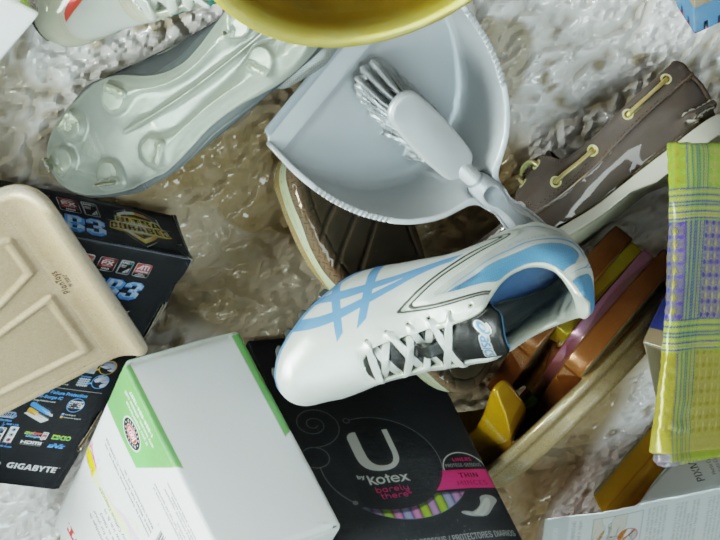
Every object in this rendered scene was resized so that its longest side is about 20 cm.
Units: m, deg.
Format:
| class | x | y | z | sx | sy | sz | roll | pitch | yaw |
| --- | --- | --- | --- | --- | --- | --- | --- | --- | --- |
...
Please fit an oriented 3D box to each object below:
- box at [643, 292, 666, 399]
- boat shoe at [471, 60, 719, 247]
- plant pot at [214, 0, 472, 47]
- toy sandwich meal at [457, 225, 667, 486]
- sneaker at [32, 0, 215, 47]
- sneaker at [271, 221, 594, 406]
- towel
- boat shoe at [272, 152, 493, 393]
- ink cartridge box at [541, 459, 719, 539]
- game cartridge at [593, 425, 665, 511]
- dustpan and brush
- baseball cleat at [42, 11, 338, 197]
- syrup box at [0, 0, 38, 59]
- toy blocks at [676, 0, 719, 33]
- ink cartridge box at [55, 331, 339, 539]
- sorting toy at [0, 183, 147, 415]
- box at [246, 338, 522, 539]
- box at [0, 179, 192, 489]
| class | x | y | z | sx | sy | sz | roll | pitch | yaw |
| --- | --- | --- | --- | --- | --- | --- | --- | --- | --- |
| box | 0.240 | 0.007 | 1.732 | 0.200 | 0.032 | 0.121 | -59 | 151 | -28 |
| boat shoe | 0.135 | -0.052 | 1.671 | 0.200 | 0.060 | 0.072 | -35 | 170 | 11 |
| plant pot | -0.021 | -0.244 | 1.316 | 0.200 | 0.189 | 0.201 | -14 | 136 | -14 |
| toy sandwich meal | 0.124 | 0.057 | 1.728 | 0.205 | 0.070 | 0.205 | -45 | 179 | -1 |
| sneaker | -0.085 | -0.170 | 1.424 | 0.199 | 0.094 | 0.070 | -31 | 137 | 3 |
| sneaker | 0.043 | 0.031 | 1.581 | 0.199 | 0.073 | 0.072 | -22 | 124 | -3 |
| towel | 0.222 | 0.022 | 1.646 | 0.143 | 0.023 | 0.201 | -1 | 95 | -51 |
| boat shoe | 0.000 | 0.000 | 1.646 | 0.072 | 0.076 | 0.200 | -47 | 120 | -23 |
| ink cartridge box | 0.214 | 0.198 | 1.920 | 0.199 | 0.047 | 0.161 | -9 | 134 | -12 |
| game cartridge | 0.290 | 0.121 | 1.932 | 0.176 | 0.032 | 0.200 | 19 | 122 | -38 |
| dustpan and brush | 0.053 | -0.067 | 1.586 | 0.140 | 0.057 | 0.200 | -50 | 133 | -2 |
| baseball cleat | -0.082 | -0.100 | 1.511 | 0.200 | 0.070 | 0.106 | -27 | 175 | 29 |
| syrup box | -0.265 | -0.103 | 1.408 | 0.079 | 0.082 | 0.200 | 25 | 117 | -42 |
| toy blocks | 0.252 | -0.203 | 1.574 | 0.199 | 0.100 | 0.137 | -22 | 148 | -6 |
| ink cartridge box | -0.104 | 0.156 | 1.647 | 0.084 | 0.145 | 0.200 | -16 | 153 | -29 |
| sorting toy | -0.238 | 0.033 | 1.503 | 0.199 | 0.037 | 0.185 | -23 | 147 | 3 |
| box | 0.003 | 0.141 | 1.684 | 0.122 | 0.200 | 0.106 | -4 | 132 | -23 |
| box | -0.229 | 0.036 | 1.581 | 0.199 | 0.050 | 0.199 | 10 | 125 | -33 |
